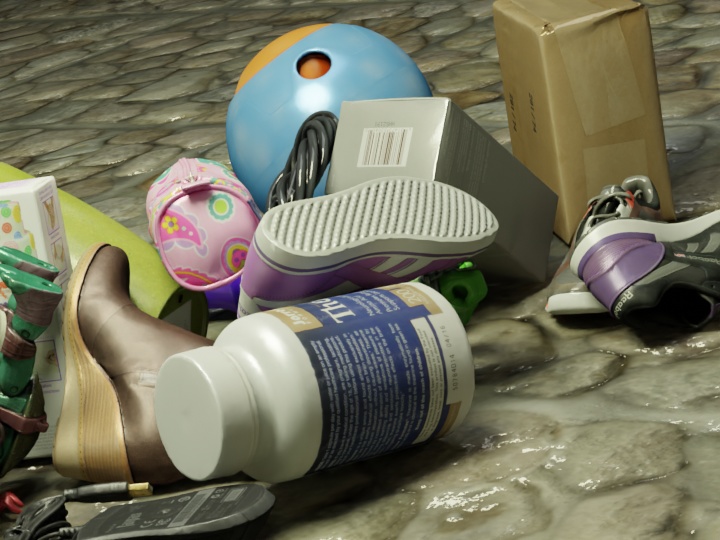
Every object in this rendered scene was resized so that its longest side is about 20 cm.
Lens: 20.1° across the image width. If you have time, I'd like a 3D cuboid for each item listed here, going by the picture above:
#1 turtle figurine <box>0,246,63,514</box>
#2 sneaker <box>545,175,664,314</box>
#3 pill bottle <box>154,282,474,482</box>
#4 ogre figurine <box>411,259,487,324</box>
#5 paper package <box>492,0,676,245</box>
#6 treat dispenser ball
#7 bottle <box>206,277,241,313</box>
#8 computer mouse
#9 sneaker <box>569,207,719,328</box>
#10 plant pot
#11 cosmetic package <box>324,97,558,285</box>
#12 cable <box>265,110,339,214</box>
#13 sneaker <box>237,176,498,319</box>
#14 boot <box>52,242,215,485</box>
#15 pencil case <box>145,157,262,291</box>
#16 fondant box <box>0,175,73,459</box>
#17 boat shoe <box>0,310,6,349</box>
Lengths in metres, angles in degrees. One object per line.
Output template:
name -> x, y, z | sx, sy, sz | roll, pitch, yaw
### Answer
turtle figurine -> -0.266, 0.090, 1.424 | 0.100, 0.201, 0.150 | 19, 9, -33
sneaker -> 0.193, -0.024, 1.629 | 0.077, 0.082, 0.200 | -3, 18, 24
pill bottle -> -0.031, 0.077, 1.344 | 0.199, 0.112, 0.111 | -11, 14, -36
ogre figurine -> 0.018, 0.024, 1.558 | 0.119, 0.099, 0.200 | -10, 19, -13
paper package -> 0.197, -0.146, 1.818 | 0.103, 0.201, 0.191 | -13, 17, -7
treat dispenser ball -> -0.026, -0.130, 1.903 | 0.199, 0.202, 0.201 | -10, 17, 3
bottle -> -0.056, 0.000, 1.736 | 0.199, 0.066, 0.084 | -8, 16, 10
computer mouse -> -0.138, 0.168, 1.292 | 0.199, 0.046, 0.140 | -12, 11, 12
sneaker -> 0.257, 0.009, 1.544 | 0.199, 0.076, 0.088 | -7, 47, -30
plant pot -> -0.227, 0.030, 1.601 | 0.199, 0.188, 0.187 | 16, 27, 23
cosmetic package -> 0.069, -0.060, 1.639 | 0.106, 0.091, 0.200 | 1, -18, 31
cable -> -0.060, -0.039, 1.619 | 0.050, 0.201, 0.163 | 16, -12, 2
sneaker -> -0.001, 0.000, 1.444 | 0.199, 0.115, 0.073 | -7, 45, -31
boot -> -0.129, 0.064, 1.453 | 0.165, 0.073, 0.201 | -4, 56, 8
pencil case -> -0.119, -0.039, 1.536 | 0.087, 0.088, 0.200 | -12, 8, -5
fondant box -> -0.282, 0.040, 1.506 | 0.143, 0.201, 0.058 | -7, 13, 11
boat shoe -> -0.314, 0.061, 1.374 | 0.062, 0.075, 0.199 | 23, -32, -34
